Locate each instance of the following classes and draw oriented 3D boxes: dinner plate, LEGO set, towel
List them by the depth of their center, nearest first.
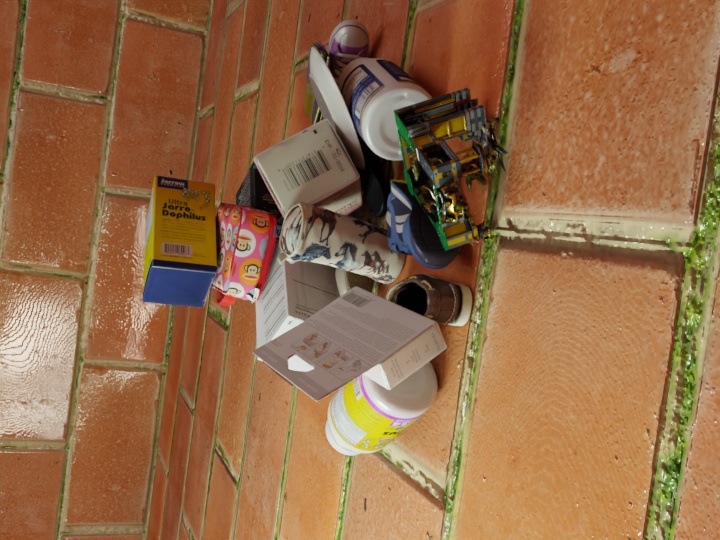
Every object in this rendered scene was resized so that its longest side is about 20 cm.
[{"bbox_3d":[0.124,-0.128,0.942,0.200,0.116,0.154,-115,8,-59],"label":"LEGO set"},{"bbox_3d":[-0.043,-0.244,1.202,0.200,0.024,0.200,157,90,-87],"label":"dinner plate"},{"bbox_3d":[-0.081,-0.334,1.421,0.200,0.023,0.144,-111,26,-66],"label":"towel"}]

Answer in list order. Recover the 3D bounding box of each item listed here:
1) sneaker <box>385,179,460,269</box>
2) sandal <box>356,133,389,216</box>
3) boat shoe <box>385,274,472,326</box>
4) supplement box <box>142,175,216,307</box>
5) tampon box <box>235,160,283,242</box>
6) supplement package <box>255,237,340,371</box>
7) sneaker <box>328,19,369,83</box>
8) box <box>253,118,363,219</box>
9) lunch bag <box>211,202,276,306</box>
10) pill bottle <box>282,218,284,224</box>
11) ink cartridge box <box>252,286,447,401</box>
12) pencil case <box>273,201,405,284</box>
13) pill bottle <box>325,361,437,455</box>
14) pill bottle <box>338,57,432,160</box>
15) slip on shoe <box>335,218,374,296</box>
[{"bbox_3d":[0.079,-0.048,1.038,0.200,0.074,0.082,-106,28,-58],"label":"sneaker"},{"bbox_3d":[0.018,-0.178,1.275,0.075,0.045,0.200,123,132,-58],"label":"sandal"},{"bbox_3d":[0.074,0.039,1.034,0.200,0.059,0.072,-175,92,-68],"label":"boat shoe"},{"bbox_3d":[-0.316,-0.051,1.368,0.109,0.109,0.200,122,148,-48],"label":"supplement box"},{"bbox_3d":[-0.153,-0.088,1.515,0.126,0.150,0.200,132,140,-53],"label":"tampon box"},{"bbox_3d":[-0.102,0.056,1.294,0.110,0.114,0.200,-53,28,31],"label":"supplement package"},{"bbox_3d":[-0.026,-0.328,1.369,0.201,0.072,0.114,106,167,-51],"label":"sneaker"},{"bbox_3d":[-0.075,-0.131,1.223,0.109,0.128,0.200,61,177,10],"label":"box"},{"bbox_3d":[-0.212,-0.023,1.343,0.200,0.082,0.177,-157,79,-67],"label":"lunch bag"},{"bbox_3d":[-0.080,-0.137,1.396,0.116,0.116,0.200,142,131,-61],"label":"pill bottle"},{"bbox_3d":[-0.019,0.100,0.983,0.200,0.176,0.045,22,140,58],"label":"ink cartridge box"},{"bbox_3d":[-0.024,-0.035,1.133,0.090,0.200,0.078,-59,37,22],"label":"pencil case"},{"bbox_3d":[0.019,0.185,1.070,0.200,0.104,0.104,125,145,-51],"label":"pill bottle"},{"bbox_3d":[0.031,-0.248,1.157,0.200,0.111,0.111,-118,40,-56],"label":"pill bottle"},{"bbox_3d":[0.000,0.000,1.224,0.076,0.060,0.200,61,-163,-47],"label":"slip on shoe"}]
